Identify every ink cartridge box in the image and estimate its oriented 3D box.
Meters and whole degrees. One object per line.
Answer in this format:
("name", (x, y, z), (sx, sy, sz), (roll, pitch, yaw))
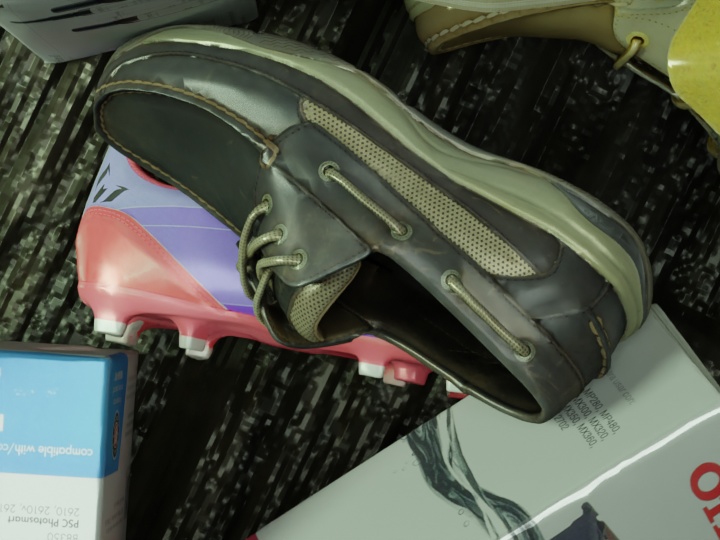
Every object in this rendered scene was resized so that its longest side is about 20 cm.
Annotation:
("ink cartridge box", (-0.117, 0.126, 0.907), (0.067, 0.116, 0.201), (3, 89, 0))
("ink cartridge box", (0.053, 0.126, 0.900), (0.199, 0.084, 0.145), (-32, 120, -1))

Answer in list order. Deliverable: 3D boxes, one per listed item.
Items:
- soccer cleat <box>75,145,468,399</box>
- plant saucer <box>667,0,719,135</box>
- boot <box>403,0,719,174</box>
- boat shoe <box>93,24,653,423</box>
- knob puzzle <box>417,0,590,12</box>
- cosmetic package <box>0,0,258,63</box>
("soccer cleat", (0.000, 0.000, 0.937), (0.199, 0.067, 0.077), (8, 85, 2))
("plant saucer", (0.224, -0.083, 0.890), (0.200, 0.048, 0.200), (40, 75, -23))
("boot", (0.123, -0.052, 0.935), (0.199, 0.073, 0.156), (-10, 91, -4))
("boat shoe", (-0.006, -0.015, 0.871), (0.199, 0.075, 0.073), (24, 60, 16))
("knob puzzle", (0.045, -0.156, 0.907), (0.218, 0.031, 0.221), (-1, 60, 2))
("cosmetic package", (-0.078, -0.104, 0.866), (0.082, 0.200, 0.051), (-10, 90, 0))
